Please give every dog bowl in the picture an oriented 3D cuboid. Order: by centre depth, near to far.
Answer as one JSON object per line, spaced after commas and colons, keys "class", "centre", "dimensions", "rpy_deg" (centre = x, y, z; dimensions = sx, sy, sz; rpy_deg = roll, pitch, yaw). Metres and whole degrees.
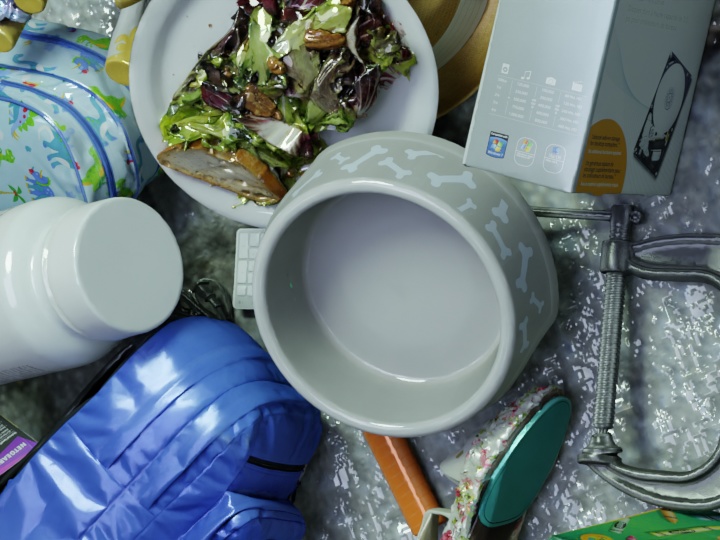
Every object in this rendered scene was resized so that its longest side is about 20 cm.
{"class": "dog bowl", "centre": [0.022, 0.015, 1.498], "dimensions": [0.200, 0.059, 0.200], "rpy_deg": [9, 116, 18]}

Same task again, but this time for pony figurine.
{"class": "pony figurine", "centre": [-0.174, -0.224, 1.612], "dimensions": [0.193, 0.200, 0.167], "rpy_deg": [16, 140, 23]}

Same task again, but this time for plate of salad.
{"class": "plate of salad", "centre": [-0.051, -0.113, 1.510], "dimensions": [0.200, 0.048, 0.200], "rpy_deg": [3, 114, 6]}

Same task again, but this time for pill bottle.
{"class": "pill bottle", "centre": [-0.214, 0.012, 1.585], "dimensions": [0.200, 0.114, 0.115], "rpy_deg": [-14, 84, 46]}

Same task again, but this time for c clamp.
{"class": "c clamp", "centre": [0.179, 0.052, 1.488], "dimensions": [0.171, 0.027, 0.200], "rpy_deg": [-4, 77, 20]}

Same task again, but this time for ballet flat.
{"class": "ballet flat", "centre": [0.072, 0.157, 1.538], "dimensions": [0.064, 0.076, 0.200], "rpy_deg": [28, 102, 34]}

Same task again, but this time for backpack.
{"class": "backpack", "centre": [-0.116, 0.140, 1.597], "dimensions": [0.168, 0.162, 0.200], "rpy_deg": [41, 98, 17]}
{"class": "backpack", "centre": [-0.228, -0.099, 1.665], "dimensions": [0.200, 0.154, 0.163], "rpy_deg": [1, 120, 14]}

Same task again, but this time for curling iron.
{"class": "curling iron", "centre": [-0.175, 0.016, 1.698], "dimensions": [0.200, 0.026, 0.050], "rpy_deg": [12, 104, 28]}

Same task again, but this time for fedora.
{"class": "fedora", "centre": [0.010, -0.188, 1.556], "dimensions": [0.200, 0.082, 0.201], "rpy_deg": [1, 92, 29]}

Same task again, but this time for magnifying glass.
{"class": "magnifying glass", "centre": [0.003, 0.083, 1.597], "dimensions": [0.080, 0.022, 0.200], "rpy_deg": [-31, 78, 28]}

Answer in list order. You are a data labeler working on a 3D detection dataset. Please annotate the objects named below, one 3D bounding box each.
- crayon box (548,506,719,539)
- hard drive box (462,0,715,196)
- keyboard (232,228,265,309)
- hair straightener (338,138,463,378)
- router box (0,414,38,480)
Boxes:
{"class": "crayon box", "centre": [0.166, 0.210, 1.410], "dimensions": [0.058, 0.200, 0.119], "rpy_deg": [14, 98, 29]}
{"class": "hard drive box", "centre": [0.148, -0.150, 1.439], "dimensions": [0.077, 0.156, 0.200], "rpy_deg": [16, 100, 28]}
{"class": "keyboard", "centre": [0.000, 0.000, 1.608], "dimensions": [0.200, 0.011, 0.056], "rpy_deg": [1, 92, 29]}
{"class": "hair straightener", "centre": [0.034, -0.018, 1.555], "dimensions": [0.077, 0.041, 0.200], "rpy_deg": [-35, 78, 28]}
{"class": "router box", "centre": [-0.297, 0.164, 1.703], "dimensions": [0.149, 0.051, 0.200], "rpy_deg": [34, 139, 24]}
